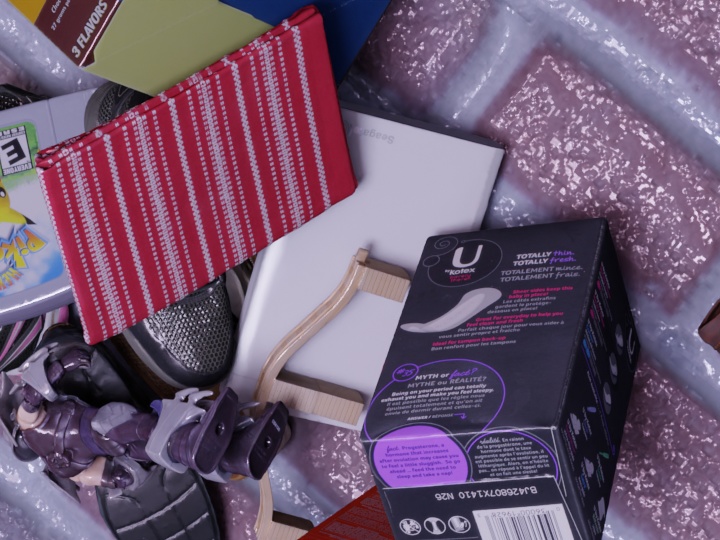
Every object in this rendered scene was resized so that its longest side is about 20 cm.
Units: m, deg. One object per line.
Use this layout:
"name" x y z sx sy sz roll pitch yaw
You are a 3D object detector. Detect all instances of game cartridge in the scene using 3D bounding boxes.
"game cartridge" -0.241 -0.031 1.533 0.199 0.040 0.134 -15 81 4

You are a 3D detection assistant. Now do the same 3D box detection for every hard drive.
"hard drive" 0.000 0.000 1.509 0.131 0.026 0.201 13 104 -15

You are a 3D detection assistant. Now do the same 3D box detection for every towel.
"towel" -0.091 -0.056 1.388 0.022 0.199 0.145 40 152 41

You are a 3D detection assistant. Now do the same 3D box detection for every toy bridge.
"toy bridge" -0.031 0.078 1.498 0.067 0.027 0.201 16 104 -15

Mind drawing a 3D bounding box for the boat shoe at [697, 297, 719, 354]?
"boat shoe" 0.271 -0.026 1.416 0.070 0.070 0.201 31 106 9

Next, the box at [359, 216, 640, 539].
"box" 0.087 0.072 1.416 0.121 0.200 0.107 -5 126 20

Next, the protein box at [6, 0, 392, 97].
"protein box" -0.119 -0.199 1.426 0.200 0.198 0.135 42 105 37

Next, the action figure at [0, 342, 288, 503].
"action figure" -0.149 0.099 1.483 0.199 0.130 0.070 1 63 34

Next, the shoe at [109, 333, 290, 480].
"shoe" -0.118 0.048 1.580 0.200 0.053 0.070 55 143 10

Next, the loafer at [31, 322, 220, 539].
"loafer" -0.152 0.119 1.590 0.072 0.072 0.201 -26 107 3

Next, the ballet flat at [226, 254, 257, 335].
"ballet flat" -0.101 -0.042 1.548 0.068 0.068 0.201 -33 85 22

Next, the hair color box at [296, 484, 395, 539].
"hair color box" 0.010 0.197 1.470 0.061 0.200 0.102 16 102 17

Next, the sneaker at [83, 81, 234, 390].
"sneaker" -0.111 -0.023 1.455 0.076 0.114 0.201 -12 94 -24

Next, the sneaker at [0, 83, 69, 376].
"sneaker" -0.236 -0.022 1.581 0.080 0.086 0.201 5 99 30
